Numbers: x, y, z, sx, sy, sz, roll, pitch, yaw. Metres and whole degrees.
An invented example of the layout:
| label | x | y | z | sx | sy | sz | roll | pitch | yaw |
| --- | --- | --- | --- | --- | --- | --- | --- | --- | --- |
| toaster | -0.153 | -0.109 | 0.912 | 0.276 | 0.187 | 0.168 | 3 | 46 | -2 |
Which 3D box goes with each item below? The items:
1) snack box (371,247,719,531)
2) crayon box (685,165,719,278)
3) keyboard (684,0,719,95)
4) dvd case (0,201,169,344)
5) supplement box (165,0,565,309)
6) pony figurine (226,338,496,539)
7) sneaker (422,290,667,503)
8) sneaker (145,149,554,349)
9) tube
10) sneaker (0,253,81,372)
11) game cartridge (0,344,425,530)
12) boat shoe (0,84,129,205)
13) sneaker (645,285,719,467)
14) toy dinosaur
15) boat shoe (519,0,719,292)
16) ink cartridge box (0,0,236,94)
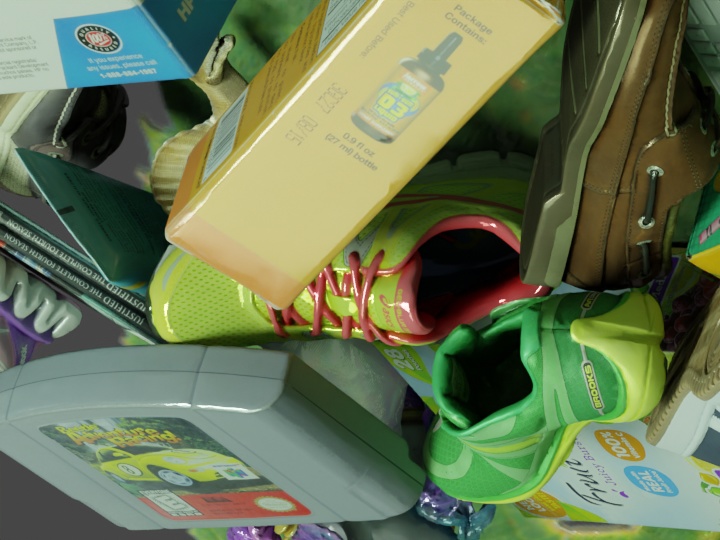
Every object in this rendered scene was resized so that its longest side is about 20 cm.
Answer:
| label | x | y | z | sx | sy | sz | roll | pitch | yaw |
| --- | --- | --- | --- | --- | --- | --- | --- | --- | --- |
| snack box | 0.132 | 0.060 | 1.341 | 0.200 | 0.068 | 0.169 | 1 | 145 | 41 |
| crayon box | 0.239 | -0.027 | 1.092 | 0.119 | 0.058 | 0.200 | 27 | 155 | -21 |
| keyboard | 0.136 | -0.120 | 1.077 | 0.056 | 0.011 | 0.200 | 2 | 145 | 37 |
| dvd case | -0.167 | -0.006 | 1.460 | 0.200 | 0.022 | 0.146 | 34 | 175 | -16 |
| supplement box | 0.002 | -0.074 | 1.124 | 0.067 | 0.069 | 0.200 | 34 | 127 | -17 |
| pony figurine | -0.010 | 0.123 | 1.410 | 0.193 | 0.200 | 0.167 | 23 | 131 | -30 |
| sneaker | 0.066 | 0.049 | 1.210 | 0.083 | 0.074 | 0.200 | 10 | 156 | -17 |
| sneaker | 0.000 | 0.000 | 1.225 | 0.200 | 0.090 | 0.078 | -15 | 119 | 1 |
| tube | -0.112 | -0.016 | 1.332 | 0.077 | 0.050 | 0.200 | 48 | -174 | 14 |
| sneaker | -0.237 | 0.013 | 1.457 | 0.080 | 0.089 | 0.200 | 30 | 174 | 42 |
| game cartridge | -0.085 | 0.080 | 1.290 | 0.200 | 0.041 | 0.133 | -7 | 143 | 38 |
| boat shoe | -0.144 | -0.080 | 1.319 | 0.065 | 0.072 | 0.200 | 24 | 157 | -10 |
| sneaker | 0.191 | 0.050 | 1.129 | 0.108 | 0.070 | 0.200 | 23 | 164 | 1 |
| toy dinosaur | -0.050 | -0.033 | 1.287 | 0.101 | 0.058 | 0.200 | 0 | 120 | -6 |
| boat shoe | 0.116 | -0.065 | 1.118 | 0.068 | 0.072 | 0.200 | 7 | 145 | -4 |
| ink cartridge box | -0.158 | -0.171 | 1.134 | 0.146 | 0.084 | 0.200 | 0 | 140 | 38 |
